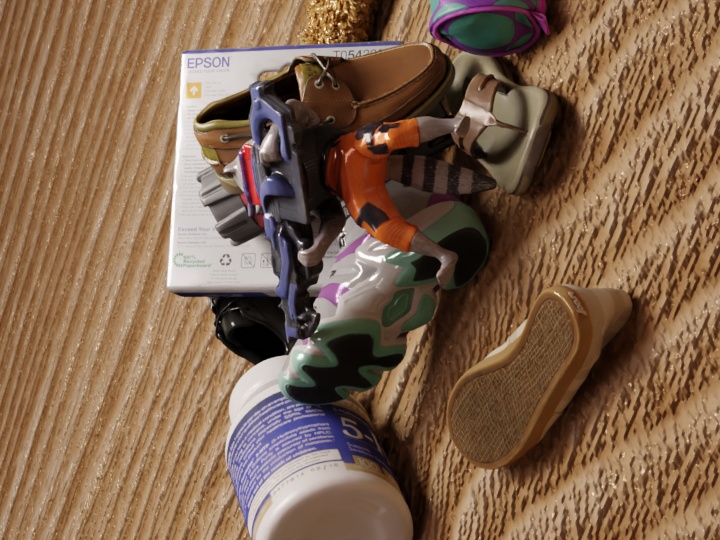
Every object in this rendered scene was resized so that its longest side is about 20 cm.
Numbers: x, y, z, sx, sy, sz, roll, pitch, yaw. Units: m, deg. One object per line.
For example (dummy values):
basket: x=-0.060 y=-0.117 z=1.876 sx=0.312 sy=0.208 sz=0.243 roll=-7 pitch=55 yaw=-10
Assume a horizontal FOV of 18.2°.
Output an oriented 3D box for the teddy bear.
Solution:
teddy bear: x=-0.023 y=-0.235 z=1.968 sx=0.145 sy=0.067 sz=0.201 roll=-172 pitch=95 yaw=-70

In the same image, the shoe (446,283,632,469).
shoe: x=0.118 y=0.071 z=1.489 sx=0.070 sy=0.053 sz=0.200 roll=57 pitch=144 yaw=16

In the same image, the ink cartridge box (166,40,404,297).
ink cartridge box: x=-0.054 y=-0.079 z=1.797 sx=0.043 sy=0.196 sz=0.201 roll=29 pitch=-117 yaw=-68

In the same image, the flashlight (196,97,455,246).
flashlight: x=-0.027 y=-0.091 z=1.736 sx=0.200 sy=0.068 sz=0.068 roll=-28 pitch=33 yaw=10

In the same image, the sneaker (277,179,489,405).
sneaker: x=0.000 y=0.000 z=1.701 sx=0.200 sy=0.078 sz=0.140 roll=-42 pitch=43 yaw=11

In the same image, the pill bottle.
pill bottle: x=-0.039 y=0.154 z=1.721 sx=0.200 sy=0.119 sz=0.120 roll=-116 pitch=44 yaw=-57

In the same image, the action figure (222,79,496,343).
action figure: x=-0.010 y=-0.047 z=1.613 sx=0.193 sy=0.105 sz=0.201 roll=15 pitch=121 yaw=28

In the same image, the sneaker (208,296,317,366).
sneaker: x=-0.091 y=0.018 z=1.851 sx=0.200 sy=0.091 sz=0.076 roll=49 pitch=132 yaw=20

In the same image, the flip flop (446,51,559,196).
flip flop: x=0.091 y=-0.115 z=1.636 sx=0.200 sy=0.057 sz=0.081 roll=-122 pitch=49 yaw=-61

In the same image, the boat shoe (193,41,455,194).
boat shoe: x=-0.028 y=-0.125 z=1.673 sx=0.200 sy=0.068 sz=0.072 roll=-26 pitch=38 yaw=5

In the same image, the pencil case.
pencil case: x=0.096 y=-0.260 z=1.669 sx=0.085 sy=0.092 sz=0.201 roll=53 pitch=-144 yaw=-62
